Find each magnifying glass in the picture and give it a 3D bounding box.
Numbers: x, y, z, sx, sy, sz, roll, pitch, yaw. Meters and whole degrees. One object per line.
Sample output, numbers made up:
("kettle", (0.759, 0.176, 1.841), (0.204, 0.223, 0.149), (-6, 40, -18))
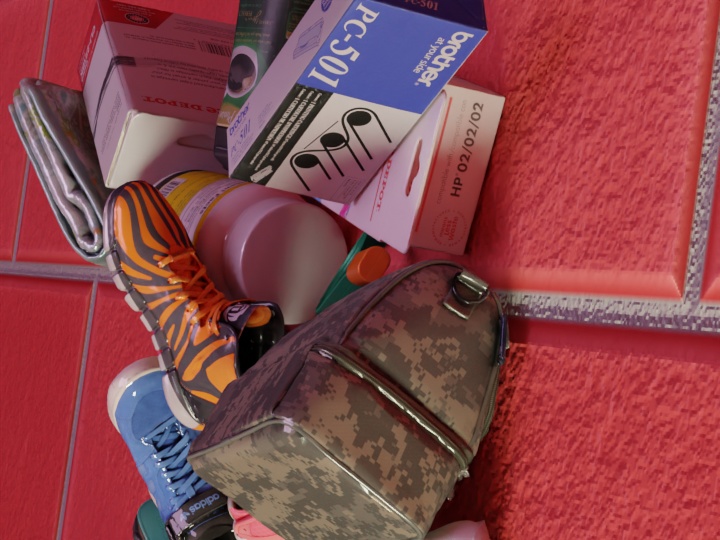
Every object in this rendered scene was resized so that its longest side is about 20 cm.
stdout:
("magnifying glass", (0.000, 0.000, 1.394), (0.080, 0.022, 0.200), (-58, 2, -5))

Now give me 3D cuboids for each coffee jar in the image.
("coffee jar", (-0.059, -0.170, 1.596), (0.104, 0.085, 0.201), (16, 97, 60))

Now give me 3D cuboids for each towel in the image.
("towel", (-0.224, -0.079, 1.790), (0.048, 0.171, 0.201), (-37, 65, 22))

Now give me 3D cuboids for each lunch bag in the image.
("lunch bag", (0.001, 0.085, 1.301), (0.168, 0.139, 0.200), (-60, 13, -25))

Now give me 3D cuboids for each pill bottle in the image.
("pill bottle", (-0.098, -0.017, 1.586), (0.200, 0.114, 0.115), (15, 96, 60))

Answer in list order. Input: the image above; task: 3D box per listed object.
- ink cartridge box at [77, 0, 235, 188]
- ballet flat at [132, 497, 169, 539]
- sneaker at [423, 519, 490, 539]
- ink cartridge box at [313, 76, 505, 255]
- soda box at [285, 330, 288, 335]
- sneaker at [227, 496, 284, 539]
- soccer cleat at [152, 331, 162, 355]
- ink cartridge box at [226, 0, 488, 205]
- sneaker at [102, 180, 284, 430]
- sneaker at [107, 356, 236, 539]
("ink cartridge box", (-0.164, -0.149, 1.756), (0.200, 0.143, 0.084), (-113, 38, -52))
("ballet flat", (-0.144, 0.279, 1.669), (0.073, 0.073, 0.200), (-66, 33, 31))
("sneaker", (0.021, 0.218, 1.281), (0.200, 0.080, 0.077), (-49, 37, 49))
("ink cartridge box", (0.035, -0.082, 1.368), (0.200, 0.067, 0.116), (-144, 66, -65))
("soda box", (-0.085, 0.080, 1.588), (0.200, 0.068, 0.064), (-154, 74, -66))
("sneaker", (-0.067, 0.186, 1.485), (0.200, 0.086, 0.074), (122, 149, -42))
("soccer cleat", (-0.153, 0.084, 1.733), (0.067, 0.076, 0.201), (167, 110, -65))
("ink cartridge box", (-0.007, -0.122, 1.278), (0.200, 0.093, 0.044), (-49, 37, 47))
("sneaker", (-0.115, 0.018, 1.468), (0.112, 0.077, 0.201), (-17, 99, 48))
("sneaker", (-0.142, 0.163, 1.602), (0.111, 0.076, 0.201), (49, 159, 38))
